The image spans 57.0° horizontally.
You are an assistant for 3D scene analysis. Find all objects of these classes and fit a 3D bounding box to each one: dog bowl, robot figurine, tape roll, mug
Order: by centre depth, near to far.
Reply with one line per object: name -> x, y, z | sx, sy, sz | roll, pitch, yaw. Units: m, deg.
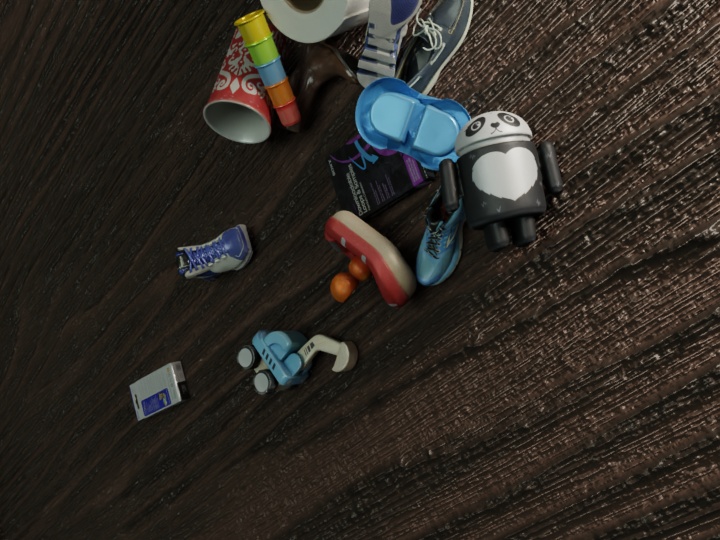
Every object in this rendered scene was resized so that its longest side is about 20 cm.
robot figurine -> 0.208, -0.134, 0.988 | 0.124, 0.148, 0.205 | -15, 83, 51
dog bowl -> 0.089, -0.238, 1.083 | 0.197, 0.050, 0.114 | 23, 103, 9
tape roll -> -0.065, -0.512, 1.144 | 0.199, 0.139, 0.207 | 18, 126, 26
mug -> -0.222, -0.363, 1.305 | 0.177, 0.131, 0.204 | 137, 147, -64

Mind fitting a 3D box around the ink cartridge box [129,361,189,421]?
ink cartridge box -> -0.500, 0.300, 1.641 | 0.198, 0.037, 0.097 | -27, 76, 34

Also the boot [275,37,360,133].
boot -> -0.084, -0.330, 1.257 | 0.201, 0.063, 0.187 | -55, 48, 23

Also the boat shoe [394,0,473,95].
boat shoe -> 0.114, -0.377, 1.095 | 0.075, 0.061, 0.201 | 49, 120, 28

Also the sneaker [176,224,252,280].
sneaker -> -0.329, -0.024, 1.427 | 0.197, 0.114, 0.082 | -27, 79, 37

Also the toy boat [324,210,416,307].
toy boat -> 0.000, 0.000, 1.143 | 0.199, 0.131, 0.131 | 38, 85, 32

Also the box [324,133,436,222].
box -> 0.031, -0.182, 1.189 | 0.198, 0.036, 0.146 | -30, 73, 37

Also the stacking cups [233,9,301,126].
stacking cups -> -0.158, -0.362, 1.201 | 0.060, 0.061, 0.203 | 0, 126, 38

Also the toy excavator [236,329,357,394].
toy excavator -> -0.121, 0.164, 1.298 | 0.201, 0.099, 0.195 | -50, 64, 19

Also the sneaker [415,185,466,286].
sneaker -> 0.125, -0.070, 1.081 | 0.078, 0.089, 0.204 | 30, 112, 34

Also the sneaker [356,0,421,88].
sneaker -> 0.045, -0.413, 1.102 | 0.079, 0.116, 0.202 | 16, 127, -7
